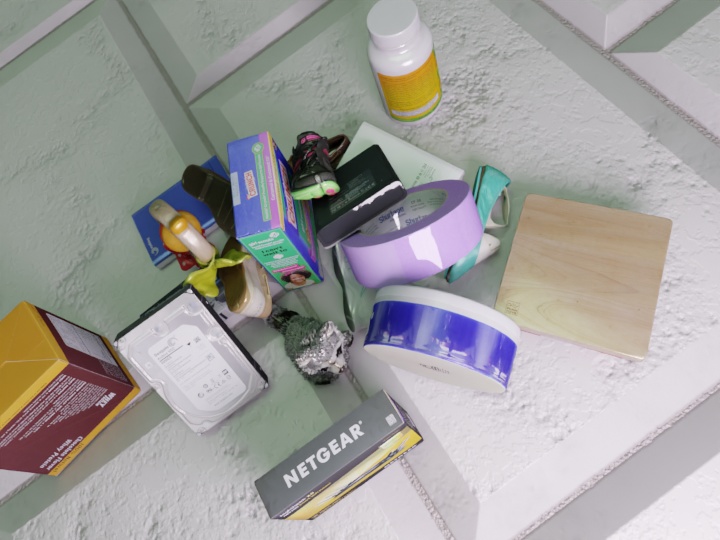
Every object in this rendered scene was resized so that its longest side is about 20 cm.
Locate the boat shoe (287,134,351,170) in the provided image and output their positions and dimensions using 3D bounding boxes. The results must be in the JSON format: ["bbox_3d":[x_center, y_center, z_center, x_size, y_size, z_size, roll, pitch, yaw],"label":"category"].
[{"bbox_3d":[-0.104,-0.184,1.006,0.197,0.072,0.073,-21,63,7],"label":"boat shoe"}]

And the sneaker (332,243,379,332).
[{"bbox_3d":[0.000,0.000,0.909,0.079,0.071,0.203,-10,63,-10],"label":"sneaker"}]

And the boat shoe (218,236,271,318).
[{"bbox_3d":[-0.188,0.009,0.950,0.074,0.069,0.201,-45,37,21],"label":"boat shoe"}]

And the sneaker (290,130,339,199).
[{"bbox_3d":[-0.078,-0.164,0.870,0.075,0.085,0.201,-12,28,-7],"label":"sneaker"}]

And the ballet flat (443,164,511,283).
[{"bbox_3d":[0.189,-0.068,0.877,0.069,0.067,0.203,18,75,8],"label":"ballet flat"}]

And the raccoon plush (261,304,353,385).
[{"bbox_3d":[-0.099,0.101,0.848,0.197,0.134,0.098,17,74,22],"label":"raccoon plush"}]

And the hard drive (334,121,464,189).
[{"bbox_3d":[0.056,-0.149,0.950,0.198,0.027,0.133,30,88,19],"label":"hard drive"}]

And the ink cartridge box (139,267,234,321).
[{"bbox_3d":[-0.303,0.081,0.972,0.199,0.039,0.100,-40,63,-2],"label":"ink cartridge box"}]

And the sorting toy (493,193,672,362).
[{"bbox_3d":[0.309,0.011,0.803,0.197,0.070,0.202,14,72,22],"label":"sorting toy"}]

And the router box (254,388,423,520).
[{"bbox_3d":[-0.020,0.249,0.749,0.199,0.158,0.053,-36,62,0],"label":"router box"}]

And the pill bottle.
[{"bbox_3d":[0.072,-0.348,0.952,0.109,0.200,0.113,-6,66,13],"label":"pill bottle"}]

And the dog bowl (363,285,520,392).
[{"bbox_3d":[0.106,0.094,0.754,0.197,0.200,0.080,12,73,21],"label":"dog bowl"}]

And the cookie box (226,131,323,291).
[{"bbox_3d":[-0.131,-0.086,0.901,0.074,0.200,0.174,-15,64,9],"label":"cookie box"}]

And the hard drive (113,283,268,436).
[{"bbox_3d":[-0.249,0.137,0.855,0.139,0.202,0.038,-34,22,-1],"label":"hard drive"}]

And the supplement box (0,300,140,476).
[{"bbox_3d":[-0.500,0.192,0.891,0.197,0.200,0.133,-45,63,-6],"label":"supplement box"}]

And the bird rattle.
[{"bbox_3d":[-0.268,-0.054,0.905,0.112,0.164,0.200,-39,46,-8],"label":"bird rattle"}]

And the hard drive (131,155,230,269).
[{"bbox_3d":[-0.323,-0.112,1.067,0.199,0.025,0.133,-36,63,-1],"label":"hard drive"}]

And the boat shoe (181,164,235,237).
[{"bbox_3d":[-0.226,-0.121,0.985,0.200,0.068,0.072,43,106,27],"label":"boat shoe"}]

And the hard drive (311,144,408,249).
[{"bbox_3d":[-0.011,-0.120,0.864,0.138,0.033,0.201,-32,27,9],"label":"hard drive"}]

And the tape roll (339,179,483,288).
[{"bbox_3d":[0.070,-0.056,0.809,0.197,0.066,0.201,-21,22,8],"label":"tape roll"}]
